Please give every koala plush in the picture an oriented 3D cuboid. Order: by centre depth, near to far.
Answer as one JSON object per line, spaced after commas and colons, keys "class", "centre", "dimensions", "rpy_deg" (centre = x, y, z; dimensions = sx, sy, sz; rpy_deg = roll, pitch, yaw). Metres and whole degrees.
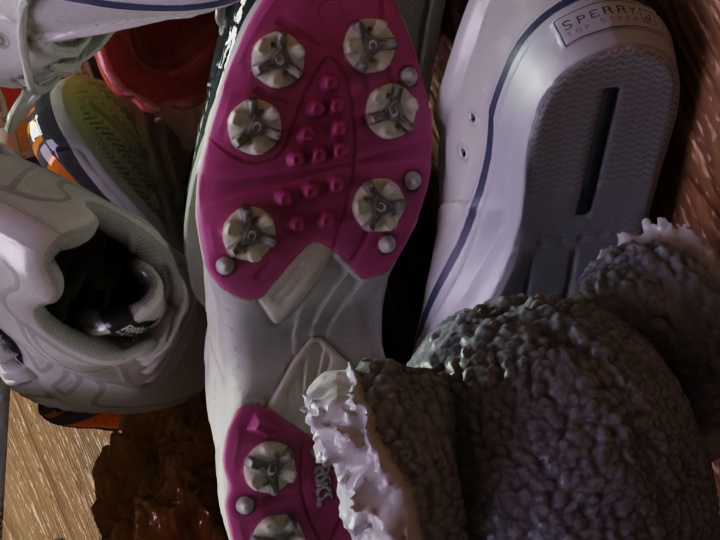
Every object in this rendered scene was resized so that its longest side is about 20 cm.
{"class": "koala plush", "centre": [0.064, 0.096, 0.817], "dimensions": [0.183, 0.177, 0.201], "rpy_deg": [6, 112, 57]}

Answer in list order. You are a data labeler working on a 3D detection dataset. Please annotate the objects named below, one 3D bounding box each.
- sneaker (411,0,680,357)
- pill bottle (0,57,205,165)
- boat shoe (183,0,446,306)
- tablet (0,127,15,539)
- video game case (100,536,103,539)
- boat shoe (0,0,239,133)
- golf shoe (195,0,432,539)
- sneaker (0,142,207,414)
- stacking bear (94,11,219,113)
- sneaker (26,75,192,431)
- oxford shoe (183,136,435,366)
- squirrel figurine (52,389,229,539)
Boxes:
{"class": "sneaker", "centre": [0.053, -0.020, 0.894], "dimensions": [0.201, 0.073, 0.071], "rpy_deg": [107, 152, -43]}
{"class": "pill bottle", "centre": [-0.153, -0.056, 1.215], "dimensions": [0.116, 0.199, 0.117], "rpy_deg": [164, 90, -71]}
{"class": "boat shoe", "centre": [-0.012, -0.081, 0.942], "dimensions": [0.201, 0.075, 0.060], "rpy_deg": [-65, 29, 16]}
{"class": "tablet", "centre": [-0.141, 0.049, 1.090], "dimensions": [0.200, 0.014, 0.131], "rpy_deg": [-99, 14, -55]}
{"class": "video game case", "centre": [-0.046, 0.188, 1.125], "dimensions": [0.022, 0.182, 0.201], "rpy_deg": [-27, 100, 29]}
{"class": "boat shoe", "centre": [-0.111, -0.088, 0.922], "dimensions": [0.201, 0.075, 0.087], "rpy_deg": [7, 128, 27]}
{"class": "golf shoe", "centre": [-0.023, -0.002, 0.902], "dimensions": [0.092, 0.075, 0.201], "rpy_deg": [-138, 51, -71]}
{"class": "sneaker", "centre": [-0.089, 0.011, 0.969], "dimensions": [0.081, 0.076, 0.200], "rpy_deg": [19, 172, 27]}
{"class": "stacking bear", "centre": [-0.063, -0.115, 1.069], "dimensions": [0.200, 0.121, 0.114], "rpy_deg": [170, 86, -76]}
{"class": "sneaker", "centre": [-0.102, 0.008, 1.143], "dimensions": [0.200, 0.112, 0.078], "rpy_deg": [51, -160, -45]}
{"class": "oxford shoe", "centre": [0.000, 0.000, 1.026], "dimensions": [0.073, 0.084, 0.200], "rpy_deg": [-64, 26, 24]}
{"class": "squirrel figurine", "centre": [-0.032, 0.120, 1.044], "dimensions": [0.200, 0.186, 0.142], "rpy_deg": [-142, 40, -59]}
